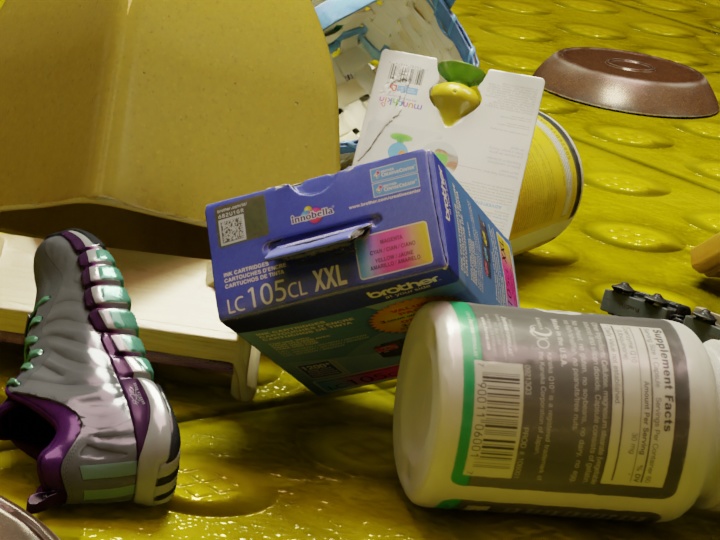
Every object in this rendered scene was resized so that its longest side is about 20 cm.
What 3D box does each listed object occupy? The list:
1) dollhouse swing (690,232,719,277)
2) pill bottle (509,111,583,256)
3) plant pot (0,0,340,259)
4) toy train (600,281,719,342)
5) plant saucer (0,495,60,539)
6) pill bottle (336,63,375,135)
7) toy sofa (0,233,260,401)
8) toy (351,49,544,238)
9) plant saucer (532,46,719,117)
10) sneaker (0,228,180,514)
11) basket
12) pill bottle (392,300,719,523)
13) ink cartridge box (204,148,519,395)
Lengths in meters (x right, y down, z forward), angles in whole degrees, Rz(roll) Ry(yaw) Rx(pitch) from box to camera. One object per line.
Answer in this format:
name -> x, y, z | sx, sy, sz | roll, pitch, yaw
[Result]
dollhouse swing -> 0.362, 0.028, 1.702 | 0.200, 0.176, 0.182 | 2, 59, -22
pill bottle -> 0.076, -0.055, 1.698 | 0.112, 0.112, 0.200 | 17, 18, 26
plant pot -> -0.133, -0.118, 1.495 | 0.194, 0.200, 0.195 | 13, -11, -39
toy train -> 0.253, 0.049, 1.583 | 0.200, 0.034, 0.046 | 21, 8, 38
plant saucer -> -0.202, 0.132, 1.008 | 0.200, 0.032, 0.200 | 16, 19, -6
pill bottle -> -0.040, -0.108, 1.810 | 0.200, 0.116, 0.116 | 2, 18, -24
toy sofa -> -0.157, 0.028, 1.386 | 0.200, 0.098, 0.083 | 8, 41, -3
toy -> 0.049, -0.043, 1.568 | 0.115, 0.200, 0.047 | 12, -13, 9
plant saucer -> 0.281, -0.202, 2.439 | 0.200, 0.035, 0.200 | 7, 17, -2
sneaker -> -0.163, 0.048, 1.238 | 0.087, 0.075, 0.200 | -8, 40, -20
basket -> -0.001, -0.160, 1.662 | 0.176, 0.200, 0.139 | -29, 80, -29
pill bottle -> 0.126, 0.080, 1.268 | 0.200, 0.113, 0.113 | 6, 17, -13
ink cartridge box -> 0.000, 0.000, 1.311 | 0.136, 0.077, 0.200 | -14, -23, 15
